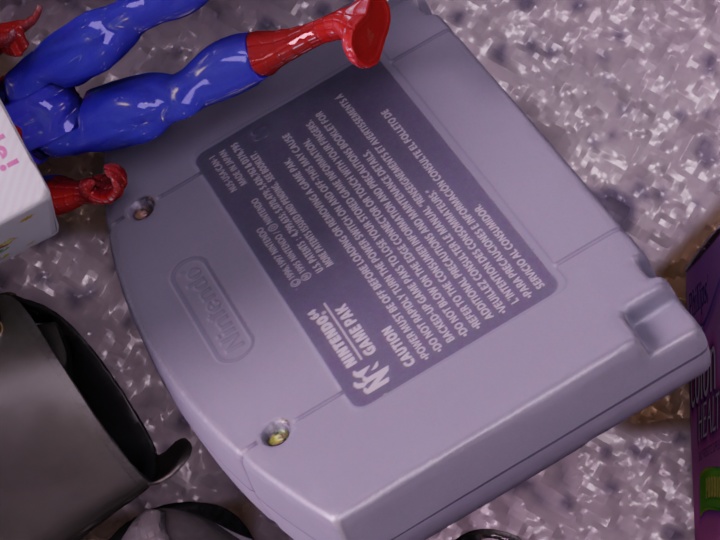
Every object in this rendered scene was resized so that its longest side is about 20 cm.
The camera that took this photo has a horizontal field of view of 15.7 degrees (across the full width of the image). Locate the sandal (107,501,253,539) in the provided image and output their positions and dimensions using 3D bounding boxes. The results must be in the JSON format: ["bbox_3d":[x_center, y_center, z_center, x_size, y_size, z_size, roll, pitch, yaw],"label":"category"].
[{"bbox_3d":[-0.093,0.141,0.758,0.048,0.075,0.201,3,43,33],"label":"sandal"}]

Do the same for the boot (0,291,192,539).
[{"bbox_3d":[-0.159,0.025,0.760,0.138,0.077,0.200,-39,105,12],"label":"boot"}]

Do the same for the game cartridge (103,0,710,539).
[{"bbox_3d":[0.000,0.000,0.768,0.133,0.041,0.200,-27,41,-7],"label":"game cartridge"}]

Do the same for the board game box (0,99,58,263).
[{"bbox_3d":[-0.203,-0.031,0.704,0.200,0.064,0.148,-28,83,-8],"label":"board game box"}]

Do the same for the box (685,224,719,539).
[{"bbox_3d":[0.192,0.088,0.779,0.175,0.097,0.201,-1,81,0],"label":"box"}]

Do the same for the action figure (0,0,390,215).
[{"bbox_3d":[-0.090,-0.052,0.792,0.200,0.052,0.066,-22,114,29],"label":"action figure"}]

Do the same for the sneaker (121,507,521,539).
[{"bbox_3d":[0.017,0.109,0.772,0.200,0.074,0.080,25,67,-24],"label":"sneaker"}]
